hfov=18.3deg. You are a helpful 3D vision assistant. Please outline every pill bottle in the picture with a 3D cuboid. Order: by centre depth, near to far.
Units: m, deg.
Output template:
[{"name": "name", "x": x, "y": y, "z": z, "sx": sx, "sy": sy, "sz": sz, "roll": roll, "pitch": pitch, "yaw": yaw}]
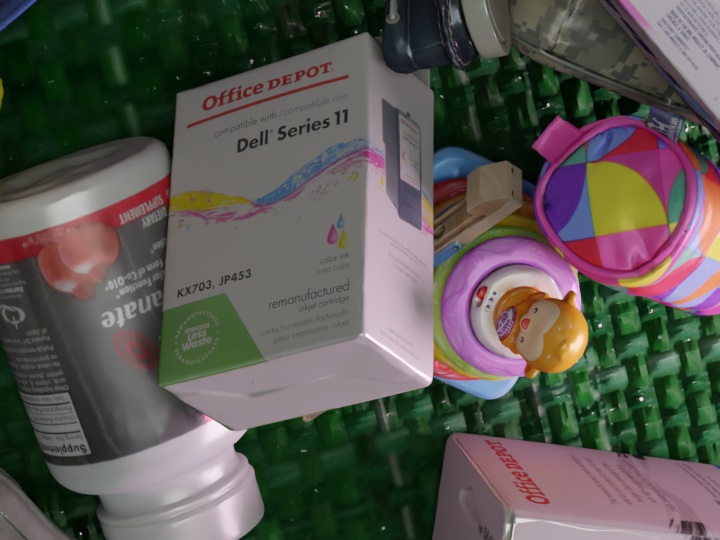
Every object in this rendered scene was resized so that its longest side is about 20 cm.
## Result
[{"name": "pill bottle", "x": -0.118, "y": 0.043, "z": 1.113, "sx": 0.111, "sy": 0.111, "sz": 0.200, "roll": -20, "pitch": 103, "yaw": -7}]

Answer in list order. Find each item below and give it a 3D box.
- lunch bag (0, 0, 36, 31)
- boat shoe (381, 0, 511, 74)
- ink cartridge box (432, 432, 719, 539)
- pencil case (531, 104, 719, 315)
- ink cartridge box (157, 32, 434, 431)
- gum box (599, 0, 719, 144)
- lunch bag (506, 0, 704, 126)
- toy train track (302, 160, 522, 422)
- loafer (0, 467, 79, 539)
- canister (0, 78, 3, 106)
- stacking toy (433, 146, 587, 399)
[{"name": "lunch bag", "x": -0.156, "y": -0.204, "z": 1.020, "sx": 0.136, "sy": 0.200, "sz": 0.132, "roll": -37, "pitch": 102, "yaw": 17}, {"name": "boat shoe", "x": 0.032, "y": -0.175, "z": 1.083, "sx": 0.062, "sy": 0.200, "sz": 0.075, "roll": -14, "pitch": 146, "yaw": 12}, {"name": "ink cartridge box", "x": 0.148, "y": 0.152, "z": 1.166, "sx": 0.200, "sy": 0.146, "sz": 0.084, "roll": 7, "pitch": 101, "yaw": -11}, {"name": "pencil case", "x": 0.150, "y": -0.027, "z": 1.112, "sx": 0.088, "sy": 0.200, "sz": 0.088, "roll": -3, "pitch": 81, "yaw": 21}, {"name": "ink cartridge box", "x": -0.029, "y": -0.036, "z": 1.065, "sx": 0.117, "sy": 0.200, "sz": 0.067, "roll": -15, "pitch": 149, "yaw": 28}, {"name": "gum box", "x": 0.172, "y": -0.099, "z": 1.001, "sx": 0.066, "sy": 0.114, "sz": 0.200, "roll": -41, "pitch": 108, "yaw": 6}, {"name": "lunch bag", "x": 0.175, "y": -0.165, "z": 1.115, "sx": 0.200, "sy": 0.139, "sz": 0.168, "roll": 20, "pitch": 102, "yaw": -12}, {"name": "toy train track", "x": 0.000, "y": 0.000, "z": 1.102, "sx": 0.033, "sy": 0.115, "sz": 0.200, "roll": 30, "pitch": 134, "yaw": -29}, {"name": "loafer", "x": -0.185, "y": 0.147, "z": 1.112, "sx": 0.200, "sy": 0.070, "sz": 0.070, "roll": 34, "pitch": 52, "yaw": 10}, {"name": "canister", "x": -0.232, "y": -0.099, "z": 1.018, "sx": 0.087, "sy": 0.200, "sz": 0.149, "roll": -44, "pitch": 105, "yaw": -1}, {"name": "stacking toy", "x": 0.070, "y": 0.016, "z": 1.098, "sx": 0.110, "sy": 0.200, "sz": 0.116, "roll": 28, "pitch": 95, "yaw": -15}]
